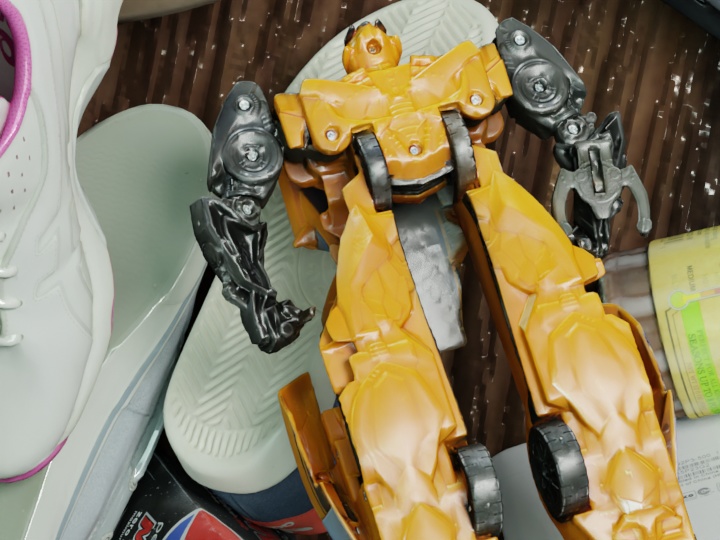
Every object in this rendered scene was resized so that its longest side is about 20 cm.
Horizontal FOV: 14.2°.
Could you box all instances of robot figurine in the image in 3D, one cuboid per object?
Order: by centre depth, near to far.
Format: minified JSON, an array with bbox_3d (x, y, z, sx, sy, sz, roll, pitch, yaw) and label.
[{"bbox_3d":[0.028,0.016,0.909,0.144,0.058,0.201,-13,71,-12],"label":"robot figurine"}]

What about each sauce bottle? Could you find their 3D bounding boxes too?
[{"bbox_3d":[0.181,0.003,0.973,0.199,0.065,0.065,-14,89,14],"label":"sauce bottle"}]

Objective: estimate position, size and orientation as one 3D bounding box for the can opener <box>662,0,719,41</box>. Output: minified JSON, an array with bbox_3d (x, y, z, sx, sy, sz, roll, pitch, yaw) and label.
[{"bbox_3d":[0.137,-0.094,0.991,0.200,0.063,0.079,40,94,2],"label":"can opener"}]

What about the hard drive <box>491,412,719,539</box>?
[{"bbox_3d":[0.117,0.102,0.930,0.131,0.200,0.026,-16,117,2],"label":"hard drive"}]

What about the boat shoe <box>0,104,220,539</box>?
[{"bbox_3d":[-0.099,0.041,0.979,0.070,0.072,0.202,20,76,21],"label":"boat shoe"}]

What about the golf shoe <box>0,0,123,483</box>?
[{"bbox_3d":[-0.120,-0.025,0.885,0.075,0.092,0.201,7,107,17],"label":"golf shoe"}]

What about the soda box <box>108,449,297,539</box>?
[{"bbox_3d":[-0.037,0.125,0.928,0.071,0.200,0.064,34,91,-23],"label":"soda box"}]

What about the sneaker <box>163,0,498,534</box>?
[{"bbox_3d":[0.000,0.000,1.000,0.075,0.085,0.201,15,67,33],"label":"sneaker"}]

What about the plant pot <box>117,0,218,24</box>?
[{"bbox_3d":[-0.091,-0.179,0.956,0.199,0.200,0.176,-8,109,2],"label":"plant pot"}]
